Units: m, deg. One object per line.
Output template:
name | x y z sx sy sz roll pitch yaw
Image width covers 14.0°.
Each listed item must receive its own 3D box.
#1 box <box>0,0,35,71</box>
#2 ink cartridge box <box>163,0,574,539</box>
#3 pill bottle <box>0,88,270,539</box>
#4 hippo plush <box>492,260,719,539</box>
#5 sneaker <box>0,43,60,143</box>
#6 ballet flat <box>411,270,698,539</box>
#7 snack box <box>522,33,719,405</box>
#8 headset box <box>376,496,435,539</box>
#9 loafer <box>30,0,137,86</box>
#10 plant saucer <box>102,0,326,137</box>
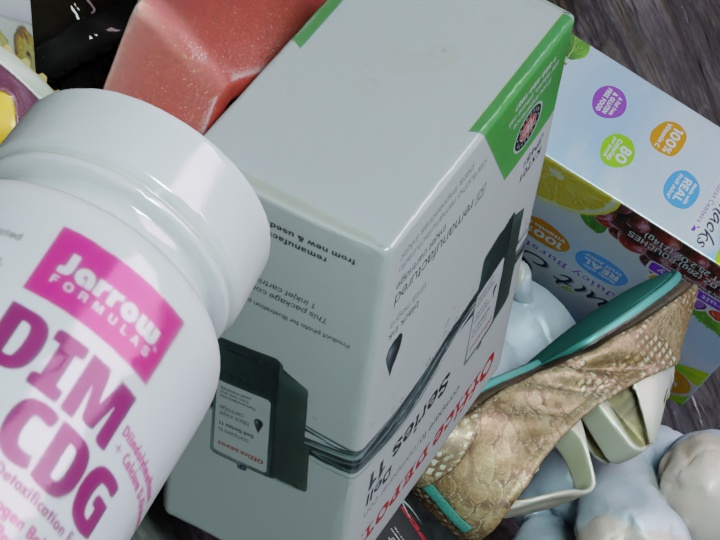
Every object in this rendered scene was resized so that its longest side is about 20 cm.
box | -0.151 -0.073 1.133 0.041 0.039 0.200 38 35 -46
ink cartridge box | 0.000 0.000 1.090 0.147 0.083 0.200 -52 161 -38
pill bottle | -0.113 0.044 0.914 0.113 0.113 0.200 51 51 -29
hippo plush | 0.097 0.070 1.353 0.200 0.159 0.161 -38 90 -31
sneaker | -0.180 -0.056 1.002 0.200 0.075 0.090 37 40 -18
ballet flat | 0.088 0.062 1.252 0.200 0.070 0.065 -28 89 -42
snack box | 0.104 -0.034 1.389 0.200 0.169 0.068 34 69 3
headset box | 0.000 0.195 1.139 0.149 0.075 0.200 57 24 -16
loafer | -0.101 -0.144 1.268 0.071 0.073 0.200 60 23 -10
plant saucer | -0.060 -0.015 1.096 0.037 0.200 0.200 27 18 14
